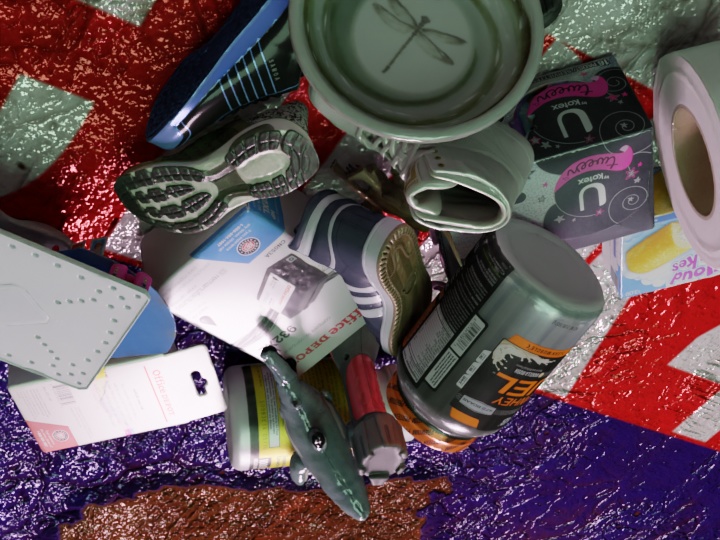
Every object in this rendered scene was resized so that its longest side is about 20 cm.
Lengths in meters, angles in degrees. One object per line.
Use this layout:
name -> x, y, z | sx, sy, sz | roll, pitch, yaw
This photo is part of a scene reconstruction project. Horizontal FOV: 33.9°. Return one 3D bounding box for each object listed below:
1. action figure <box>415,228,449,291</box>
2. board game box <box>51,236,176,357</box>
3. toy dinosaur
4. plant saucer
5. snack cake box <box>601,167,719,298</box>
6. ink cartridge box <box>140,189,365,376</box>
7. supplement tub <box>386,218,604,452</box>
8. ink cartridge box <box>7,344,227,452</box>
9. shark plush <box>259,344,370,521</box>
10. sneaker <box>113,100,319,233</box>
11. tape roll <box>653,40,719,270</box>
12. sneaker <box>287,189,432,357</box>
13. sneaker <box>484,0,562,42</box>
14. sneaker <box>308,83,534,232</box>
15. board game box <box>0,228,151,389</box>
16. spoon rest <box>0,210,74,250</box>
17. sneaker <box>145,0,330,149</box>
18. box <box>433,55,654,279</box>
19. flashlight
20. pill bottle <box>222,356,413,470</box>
action figure -> 0.121, 0.042, 1.219 | 0.148, 0.135, 0.200 | 15, 166, 15
board game box -> -0.260, 0.021, 1.080 | 0.199, 0.039, 0.158 | -7, 140, 24
toy dinosaur -> 0.034, -0.067, 1.062 | 0.058, 0.200, 0.101 | -46, 116, -12
plant saucer -> 0.041, -0.186, 0.924 | 0.199, 0.201, 0.050 | -6, 164, -9
snack cake box -> 0.351, -0.052, 1.211 | 0.199, 0.067, 0.115 | -14, 136, 0
ink cartridge box -> -0.088, 0.001, 1.134 | 0.145, 0.084, 0.200 | -39, 131, 23
supplement tub -> 0.113, 0.063, 1.052 | 0.122, 0.123, 0.200 | 16, 125, -28
ink cartridge box -> -0.246, 0.109, 1.214 | 0.199, 0.068, 0.117 | -11, 137, -1
shark plush -> -0.037, 0.152, 1.170 | 0.090, 0.083, 0.201 | -16, 116, -6
sneaker -> -0.121, -0.095, 1.029 | 0.199, 0.089, 0.077 | -14, 125, 21
tape roll -> 0.328, -0.105, 1.056 | 0.070, 0.203, 0.203 | -14, 136, 0
sneaker -> 0.000, 0.000, 1.072 | 0.070, 0.108, 0.200 | -54, 156, -22
sneaker -> 0.091, -0.180, 1.012 | 0.199, 0.074, 0.088 | -24, 139, 26
sneaker -> 0.040, -0.101, 0.945 | 0.199, 0.116, 0.074 | 23, 126, 2
board game box -> -0.303, 0.021, 1.033 | 0.199, 0.026, 0.200 | 24, 142, -16
spoon rest -> -0.317, -0.037, 1.052 | 0.099, 0.061, 0.200 | -17, 136, 2
sneaker -> -0.095, -0.162, 0.979 | 0.078, 0.070, 0.200 | 31, 121, -32
box -> 0.158, -0.092, 1.084 | 0.199, 0.115, 0.132 | -16, 137, 1
flashlight -> 0.005, 0.110, 1.185 | 0.068, 0.200, 0.068 | -34, 132, 17
pill bottle -> -0.045, 0.151, 1.277 | 0.199, 0.113, 0.113 | -4, 135, -11
